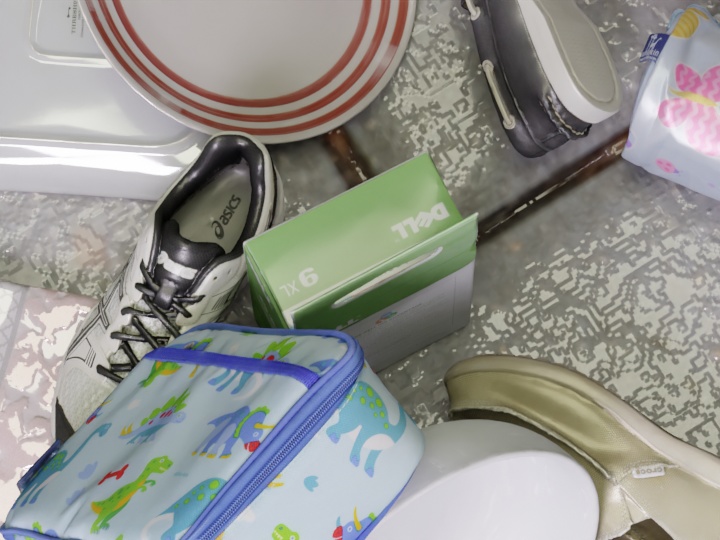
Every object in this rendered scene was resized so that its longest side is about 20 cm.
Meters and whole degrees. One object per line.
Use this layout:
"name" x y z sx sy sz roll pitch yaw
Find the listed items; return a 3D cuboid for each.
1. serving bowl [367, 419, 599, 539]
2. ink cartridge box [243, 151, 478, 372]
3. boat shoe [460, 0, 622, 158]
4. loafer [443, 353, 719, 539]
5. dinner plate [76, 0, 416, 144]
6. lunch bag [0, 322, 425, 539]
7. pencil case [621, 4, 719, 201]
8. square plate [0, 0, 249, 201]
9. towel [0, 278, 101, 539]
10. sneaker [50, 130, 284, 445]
"serving bowl" 0.020 0.146 1.356 0.200 0.200 0.066 -37 54 -8
"ink cartridge box" 0.000 0.000 1.380 0.103 0.200 0.060 -26 76 -6
"boat shoe" 0.080 -0.155 1.491 0.060 0.074 0.201 -34 66 31
"loafer" 0.127 0.107 1.414 0.199 0.076 0.069 26 71 7
"dinner plate" -0.064 -0.163 1.490 0.199 0.024 0.202 6 75 -22
"lunch bag" -0.069 0.096 1.286 0.161 0.200 0.083 -45 111 -19
"pencil case" 0.236 -0.064 1.453 0.199 0.083 0.091 25 63 8
"square plate" -0.150 -0.140 1.509 0.196 0.028 0.202 4 75 3
"towel" -0.166 0.108 1.443 0.190 0.032 0.201 15 77 5
"sneaker" -0.103 0.015 1.408 0.075 0.088 0.201 23 71 5
